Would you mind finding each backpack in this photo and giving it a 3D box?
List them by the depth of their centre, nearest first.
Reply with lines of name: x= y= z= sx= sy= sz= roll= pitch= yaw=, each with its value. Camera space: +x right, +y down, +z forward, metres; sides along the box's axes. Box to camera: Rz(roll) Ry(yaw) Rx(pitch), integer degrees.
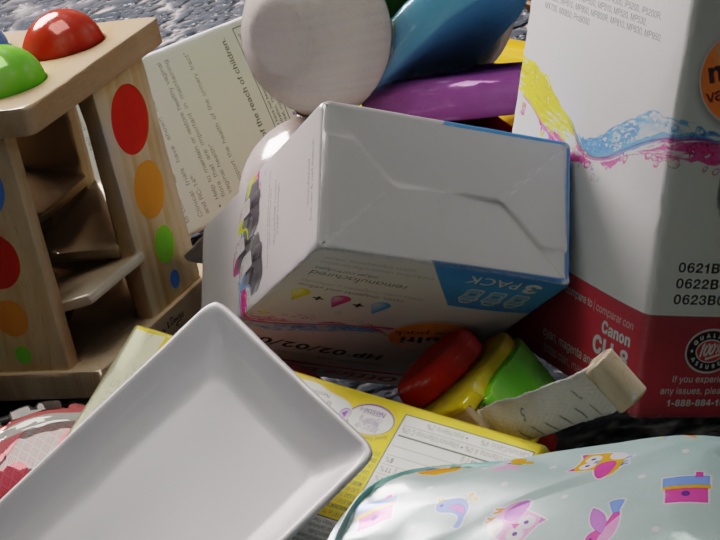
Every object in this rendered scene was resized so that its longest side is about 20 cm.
backpack: x=0.081 y=0.131 z=0.809 sx=0.198 sy=0.127 sz=0.167 roll=-7 pitch=26 yaw=24

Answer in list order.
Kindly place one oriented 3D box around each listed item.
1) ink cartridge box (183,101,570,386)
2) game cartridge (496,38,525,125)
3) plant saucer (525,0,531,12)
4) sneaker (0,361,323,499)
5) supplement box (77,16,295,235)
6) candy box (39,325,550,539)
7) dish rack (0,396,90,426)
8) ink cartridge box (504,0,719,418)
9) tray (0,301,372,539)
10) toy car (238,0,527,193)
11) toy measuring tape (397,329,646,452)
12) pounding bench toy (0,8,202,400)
ink cartridge box: x=0.000 y=0.000 z=1.091 sx=0.114 sy=0.068 sz=0.200 roll=9 pitch=-21 yaw=-19
game cartridge: x=0.038 y=-0.094 z=1.485 sx=0.199 sy=0.033 sz=0.176 roll=-29 pitch=27 yaw=-31
plant saucer: x=0.198 y=-0.190 z=1.615 sx=0.199 sy=0.037 sz=0.201 roll=-11 pitch=23 yaw=5
sneaker: x=-0.094 y=0.095 z=1.060 sx=0.199 sy=0.074 sz=0.087 roll=-18 pitch=24 yaw=-11
supplement box: x=-0.128 y=-0.058 z=1.352 sx=0.199 sy=0.104 sz=0.101 roll=-29 pitch=7 yaw=-41
candy box: x=-0.031 y=0.090 z=0.998 sx=0.199 sy=0.026 sz=0.103 roll=15 pitch=60 yaw=26
dish rack: x=-0.188 y=0.059 z=1.224 sx=0.152 sy=0.055 sz=0.200 roll=-14 pitch=22 yaw=-3
ink cartridge box: x=0.158 y=-0.055 z=1.057 sx=0.144 sy=0.202 sz=0.145 roll=1 pitch=15 yaw=-23
tray: x=-0.095 y=0.112 z=0.970 sx=0.200 sy=0.022 sz=0.107 roll=-43 pitch=57 yaw=-8
toy car: x=0.037 y=-0.081 z=1.246 sx=0.149 sy=0.202 sz=0.174 roll=11 pitch=16 yaw=35
toy measuring tape: x=0.068 y=0.050 z=1.024 sx=0.073 sy=0.074 sz=0.200 roll=-28 pitch=-1 yaw=-32
pounding bench toy: x=-0.175 y=-0.022 z=1.126 sx=0.123 sy=0.157 sz=0.200 roll=-3 pitch=23 yaw=26
